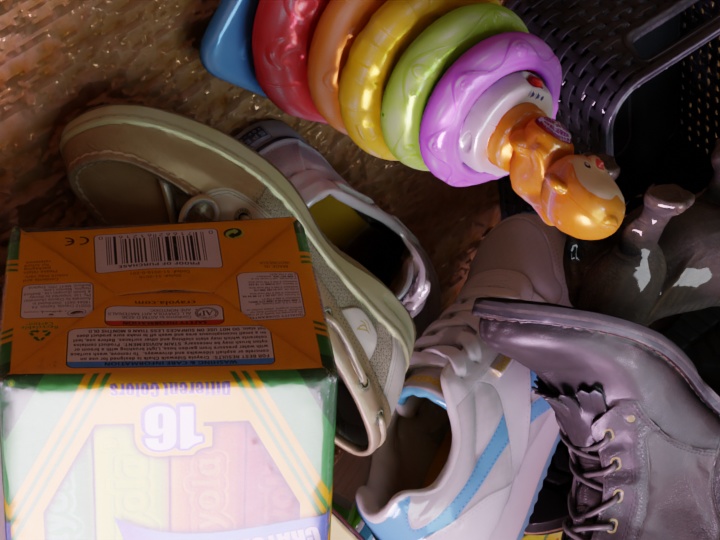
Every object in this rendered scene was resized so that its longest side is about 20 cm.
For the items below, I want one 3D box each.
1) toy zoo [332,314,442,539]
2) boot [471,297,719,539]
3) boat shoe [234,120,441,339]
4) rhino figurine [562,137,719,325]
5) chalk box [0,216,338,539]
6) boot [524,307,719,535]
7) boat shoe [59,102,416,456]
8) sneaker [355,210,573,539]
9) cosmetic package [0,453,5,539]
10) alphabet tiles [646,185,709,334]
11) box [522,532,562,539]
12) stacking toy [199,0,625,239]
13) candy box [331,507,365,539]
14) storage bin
[{"bbox_3d":[0.006,0.130,0.968,0.131,0.020,0.200,-52,164,-36],"label":"toy zoo"},{"bbox_3d":[0.112,0.117,0.828,0.199,0.069,0.175,26,84,-22],"label":"boot"},{"bbox_3d":[0.000,0.000,0.866,0.071,0.070,0.200,-45,144,-4],"label":"boat shoe"},{"bbox_3d":[0.185,-0.017,0.877,0.199,0.060,0.088,-6,128,-28],"label":"rhino figurine"},{"bbox_3d":[-0.079,0.095,0.712,0.124,0.124,0.201,-2,119,-7],"label":"chalk box"},{"bbox_3d":[0.152,0.113,0.963,0.200,0.077,0.139,-28,145,-23],"label":"boot"},{"bbox_3d":[-0.052,0.005,0.764,0.073,0.063,0.201,-20,131,34],"label":"boat shoe"},{"bbox_3d":[0.059,0.053,0.869,0.081,0.076,0.201,41,57,-39],"label":"sneaker"},{"bbox_3d":[-0.203,0.110,0.735,0.087,0.103,0.201,-23,136,-29],"label":"cosmetic package"},{"bbox_3d":[0.193,0.025,0.986,0.167,0.008,0.200,-27,140,-25],"label":"alphabet tiles"},{"bbox_3d":[0.089,0.220,1.012,0.200,0.118,0.048,-29,175,-8],"label":"box"},{"bbox_3d":[0.038,-0.075,0.724,0.116,0.200,0.110,18,110,-51],"label":"stacking toy"},{"bbox_3d":[-0.074,0.193,0.829,0.200,0.055,0.115,-46,108,-8],"label":"candy box"},{"bbox_3d":[0.151,-0.072,0.937,0.135,0.094,0.200,-33,141,-19],"label":"storage bin"}]
